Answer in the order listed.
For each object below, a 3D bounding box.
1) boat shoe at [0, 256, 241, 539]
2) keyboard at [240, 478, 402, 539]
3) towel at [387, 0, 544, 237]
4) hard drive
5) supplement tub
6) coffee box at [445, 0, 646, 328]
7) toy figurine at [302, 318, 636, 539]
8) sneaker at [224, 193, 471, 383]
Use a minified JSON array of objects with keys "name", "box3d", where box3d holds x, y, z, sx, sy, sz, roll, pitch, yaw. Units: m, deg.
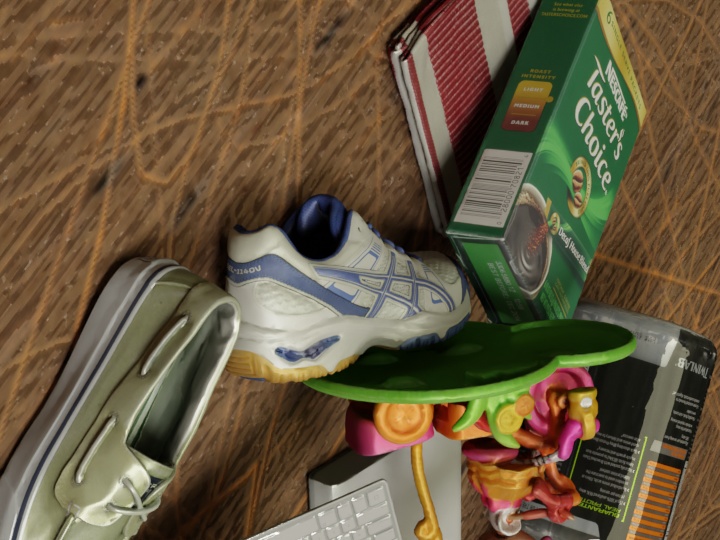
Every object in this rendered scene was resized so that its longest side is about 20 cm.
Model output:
[{"name":"boat shoe","box3d":[-0.120,0.090,0.767,0.072,0.062,0.202,30,78,-53]},{"name":"keyboard","box3d":[-0.071,0.166,0.821,0.198,0.011,0.057,-22,127,-12]},{"name":"towel","box3d":[0.090,-0.136,1.011,0.200,0.023,0.145,-48,138,-31]},{"name":"hard drive","box3d":[0.019,0.198,1.023,0.131,0.026,0.203,-26,122,-46]},{"name":"supplement tub","box3d":[0.165,0.129,1.115,0.122,0.121,0.203,21,85,-54]},{"name":"coffee box","box3d":[0.120,-0.065,0.997,0.202,0.043,0.123,-65,145,-29]},{"name":"toy figurine","box3d":[0.064,0.133,0.916,0.197,0.150,0.187,-6,103,-16]},{"name":"sneaker","box3d":[0.000,0.000,0.891,0.199,0.074,0.089,-16,106,-55]}]
